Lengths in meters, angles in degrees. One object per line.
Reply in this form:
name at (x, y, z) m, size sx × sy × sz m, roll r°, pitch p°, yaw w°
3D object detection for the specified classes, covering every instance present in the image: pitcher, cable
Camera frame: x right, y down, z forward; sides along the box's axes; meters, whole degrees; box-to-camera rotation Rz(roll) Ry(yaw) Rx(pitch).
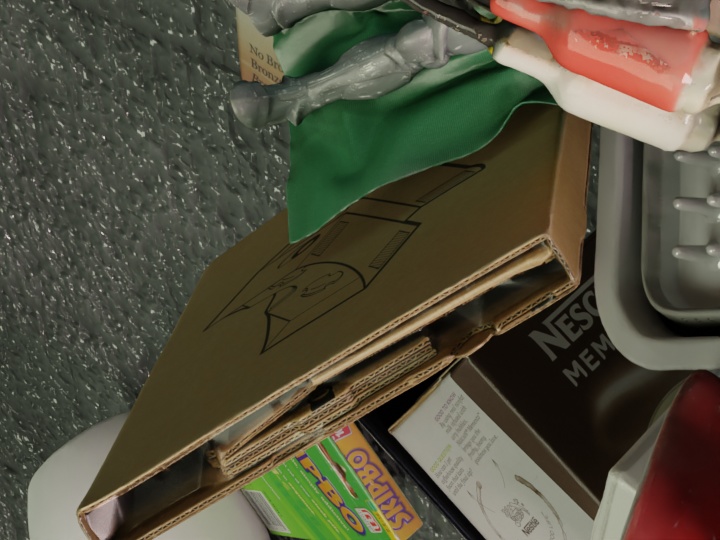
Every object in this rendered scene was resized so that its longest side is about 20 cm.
pitcher at (-0.084, 0.180, 1.218) m, size 0.201 × 0.121 × 0.171 m, roll 55°, pitch -166°, yaw 17°
cable at (0.016, -0.071, 0.581) m, size 0.198 × 0.051 × 0.097 m, roll 12°, pitch -179°, yaw 3°

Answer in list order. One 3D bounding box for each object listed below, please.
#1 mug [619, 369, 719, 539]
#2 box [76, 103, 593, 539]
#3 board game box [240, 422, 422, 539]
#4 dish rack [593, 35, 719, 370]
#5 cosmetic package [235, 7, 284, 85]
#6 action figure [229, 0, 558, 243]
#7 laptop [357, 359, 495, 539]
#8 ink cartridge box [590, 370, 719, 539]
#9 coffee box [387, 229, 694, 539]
mug at (0.162, 0.117, 0.580) m, size 0.198 × 0.135 × 0.177 m, roll 17°, pitch 180°, yaw 15°
box at (0.000, 0.000, 0.690) m, size 0.163 × 0.200 × 0.021 m, roll -32°, pitch 105°, yaw 18°
board game box at (-0.032, 0.090, 1.095) m, size 0.096 × 0.030 × 0.200 m, roll 56°, pitch 164°, yaw -8°
dish rack at (0.141, -0.071, 0.650) m, size 0.171 × 0.043 × 0.202 m, roll -5°, pitch 80°, yaw 53°
cosmetic package at (0.015, -0.140, 0.775) m, size 0.103 × 0.087 × 0.201 m, roll 32°, pitch 144°, yaw 29°
action figure at (0.052, -0.093, 0.657) m, size 0.199 × 0.055 × 0.119 m, roll -18°, pitch 70°, yaw 26°
laptop at (0.048, 0.113, 0.966) m, size 0.187 × 0.116 × 0.200 m, roll 48°, pitch 150°, yaw 5°
ink cartridge box at (0.194, 0.098, 0.737) m, size 0.199 × 0.146 × 0.085 m, roll 34°, pitch 147°, yaw 24°
coffee box at (0.124, 0.089, 0.849) m, size 0.200 × 0.114 × 0.080 m, roll 47°, pitch 148°, yaw 5°
